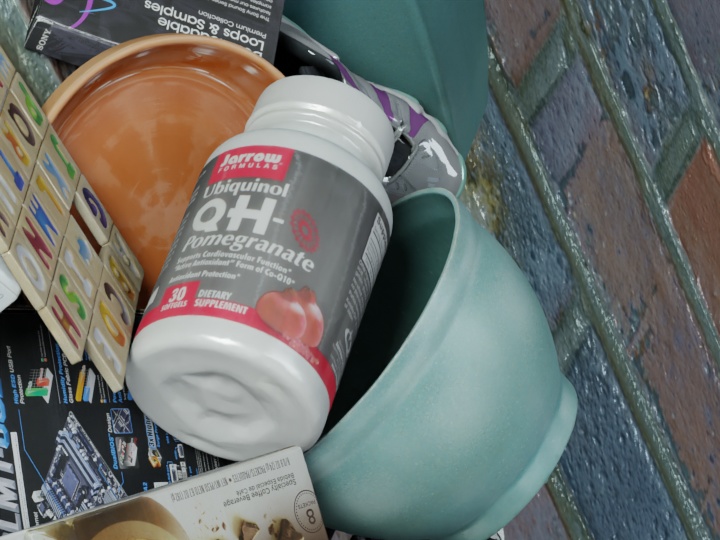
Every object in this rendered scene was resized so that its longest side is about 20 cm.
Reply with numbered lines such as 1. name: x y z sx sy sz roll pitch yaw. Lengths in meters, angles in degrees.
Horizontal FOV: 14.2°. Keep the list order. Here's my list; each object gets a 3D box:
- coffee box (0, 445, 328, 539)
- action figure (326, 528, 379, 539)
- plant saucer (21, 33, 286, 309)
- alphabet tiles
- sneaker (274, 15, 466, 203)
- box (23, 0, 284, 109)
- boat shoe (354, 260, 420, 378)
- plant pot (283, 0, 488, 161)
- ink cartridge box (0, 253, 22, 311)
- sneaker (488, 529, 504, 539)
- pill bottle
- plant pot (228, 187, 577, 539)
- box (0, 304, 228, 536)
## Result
1. coffee box: -0.104 0.168 1.447 0.200 0.080 0.113 -13 85 -49
2. action figure: -0.034 0.132 1.698 0.130 0.069 0.200 26 43 3
3. plant saucer: -0.108 -0.034 1.626 0.200 0.032 0.201 -6 102 -30
4. alphabet tiles: -0.162 -0.031 1.472 0.167 0.008 0.200 59 10 -18
5. sneaker: -0.020 -0.090 1.764 0.200 0.078 0.140 31 7 -8
6. box: -0.113 -0.191 1.712 0.143 0.036 0.200 19 51 -13
7. boat shoe: -0.003 0.002 1.723 0.202 0.072 0.060 55 14 -14
8. plant pot: 0.004 -0.160 1.891 0.141 0.141 0.200 -67 142 -50
9. ink cartridge box: -0.250 -0.090 1.419 0.196 0.043 0.200 42 18 -31
10. sneaker: 0.051 0.173 1.876 0.078 0.090 0.200 23 70 -13
11. pill bottle: -0.046 -0.006 1.555 0.111 0.111 0.200 52 43 -37
12. plant pot: 0.036 0.072 1.618 0.134 0.200 0.200 38 41 -19
13. box: -0.150 0.118 1.511 0.198 0.050 0.200 1 75 -47
